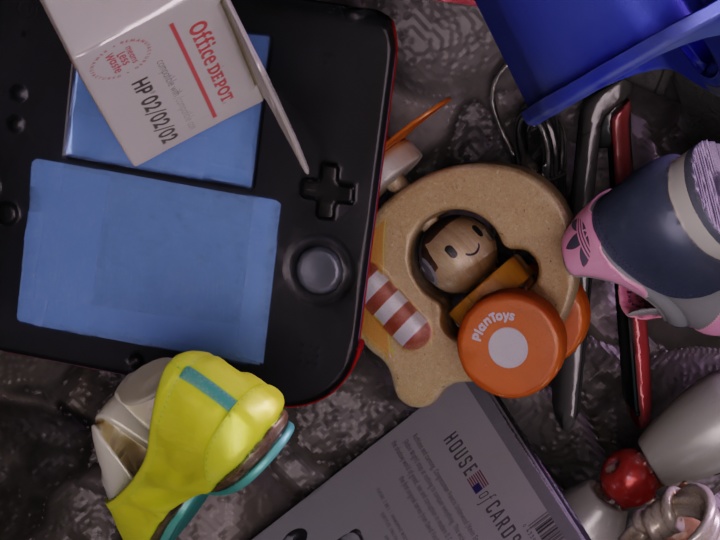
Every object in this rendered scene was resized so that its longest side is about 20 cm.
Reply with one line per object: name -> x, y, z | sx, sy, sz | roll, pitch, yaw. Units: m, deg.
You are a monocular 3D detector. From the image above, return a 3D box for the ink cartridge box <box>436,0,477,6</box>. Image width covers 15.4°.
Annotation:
ink cartridge box -> 0.068, -0.217, 1.115 | 0.145, 0.145, 0.200 | 7, 105, -8

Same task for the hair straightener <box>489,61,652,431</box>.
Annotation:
hair straightener -> 0.092, -0.022, 1.223 | 0.077, 0.041, 0.200 | -4, 106, -5

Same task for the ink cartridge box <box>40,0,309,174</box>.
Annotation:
ink cartridge box -> -0.100, -0.124, 1.090 | 0.068, 0.115, 0.200 | -28, 69, -2

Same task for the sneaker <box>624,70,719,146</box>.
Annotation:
sneaker -> 0.178, -0.102, 1.152 | 0.104, 0.200, 0.060 | 30, 60, 2

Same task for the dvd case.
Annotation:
dvd case -> 0.003, 0.149, 1.205 | 0.200, 0.150, 0.025 | -38, 126, 5

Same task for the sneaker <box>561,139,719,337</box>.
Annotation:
sneaker -> 0.163, 0.002, 1.198 | 0.082, 0.070, 0.200 | -23, 147, 26

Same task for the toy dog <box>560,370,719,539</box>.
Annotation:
toy dog -> 0.117, 0.138, 1.228 | 0.200, 0.132, 0.096 | -27, 122, 32

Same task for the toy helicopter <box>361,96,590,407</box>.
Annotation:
toy helicopter -> 0.000, 0.000, 1.198 | 0.200, 0.079, 0.132 | -14, 97, 17

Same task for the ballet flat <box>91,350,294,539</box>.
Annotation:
ballet flat -> -0.083, 0.075, 1.167 | 0.067, 0.200, 0.067 | 38, 68, -4

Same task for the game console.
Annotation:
game console -> -0.087, -0.039, 1.171 | 0.200, 0.031, 0.177 | 10, 105, 15

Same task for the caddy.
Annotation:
caddy -> 0.114, -0.109, 0.980 | 0.141, 0.200, 0.105 | -30, 91, 0
